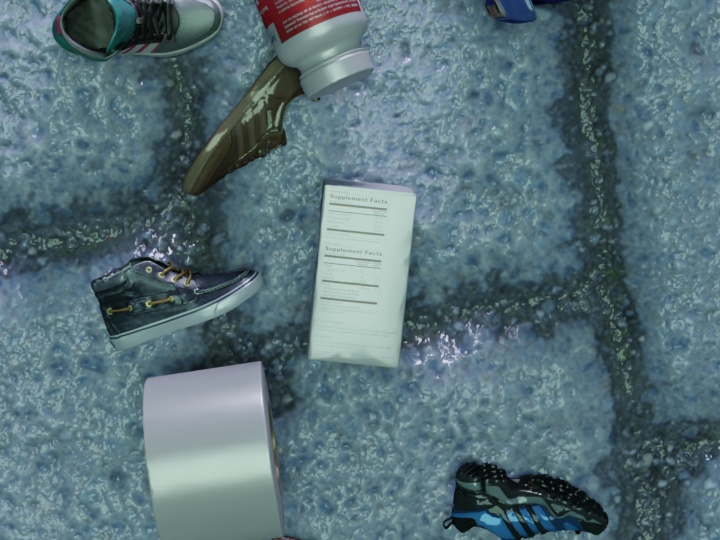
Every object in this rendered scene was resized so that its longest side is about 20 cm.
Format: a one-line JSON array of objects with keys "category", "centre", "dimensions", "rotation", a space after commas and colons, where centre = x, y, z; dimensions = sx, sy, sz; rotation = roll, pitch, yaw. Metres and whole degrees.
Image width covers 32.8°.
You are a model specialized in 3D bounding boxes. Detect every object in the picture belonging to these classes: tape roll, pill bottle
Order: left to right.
[{"category": "tape roll", "centre": [-0.166, 0.215, 1.416], "dimensions": [0.137, 0.203, 0.206], "rotation": [-8, 99, -2]}, {"category": "pill bottle", "centre": [-0.060, -0.303, 1.379], "dimensions": [0.111, 0.112, 0.203], "rotation": [-23, 91, 0]}]

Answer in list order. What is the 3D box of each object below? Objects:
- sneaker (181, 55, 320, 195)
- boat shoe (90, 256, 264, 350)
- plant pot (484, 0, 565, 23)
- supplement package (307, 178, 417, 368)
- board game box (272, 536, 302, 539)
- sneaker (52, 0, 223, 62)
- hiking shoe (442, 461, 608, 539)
[{"category": "sneaker", "centre": [-0.127, -0.155, 1.430], "dimensions": [0.075, 0.070, 0.201], "rotation": [38, 95, -9]}, {"category": "boat shoe", "centre": [-0.218, 0.018, 1.447], "dimensions": [0.198, 0.071, 0.092], "rotation": [-21, 103, 2]}, {"category": "plant pot", "centre": [0.200, -0.385, 1.360], "dimensions": [0.178, 0.200, 0.202], "rotation": [-26, 100, 6]}, {"category": "supplement package", "centre": [0.000, 0.000, 1.439], "dimensions": [0.108, 0.114, 0.203], "rotation": [6, 99, -3]}, {"category": "board game box", "centre": [-0.082, 0.440, 1.546], "dimensions": [0.101, 0.019, 0.203], "rotation": [12, 97, -4]}, {"category": "sneaker", "centre": [-0.254, -0.281, 1.377], "dimensions": [0.197, 0.121, 0.085], "rotation": [-8, 99, -3]}, {"category": "hiking shoe", "centre": [0.207, 0.302, 1.526], "dimensions": [0.197, 0.074, 0.088], "rotation": [15, 105, 4]}]
